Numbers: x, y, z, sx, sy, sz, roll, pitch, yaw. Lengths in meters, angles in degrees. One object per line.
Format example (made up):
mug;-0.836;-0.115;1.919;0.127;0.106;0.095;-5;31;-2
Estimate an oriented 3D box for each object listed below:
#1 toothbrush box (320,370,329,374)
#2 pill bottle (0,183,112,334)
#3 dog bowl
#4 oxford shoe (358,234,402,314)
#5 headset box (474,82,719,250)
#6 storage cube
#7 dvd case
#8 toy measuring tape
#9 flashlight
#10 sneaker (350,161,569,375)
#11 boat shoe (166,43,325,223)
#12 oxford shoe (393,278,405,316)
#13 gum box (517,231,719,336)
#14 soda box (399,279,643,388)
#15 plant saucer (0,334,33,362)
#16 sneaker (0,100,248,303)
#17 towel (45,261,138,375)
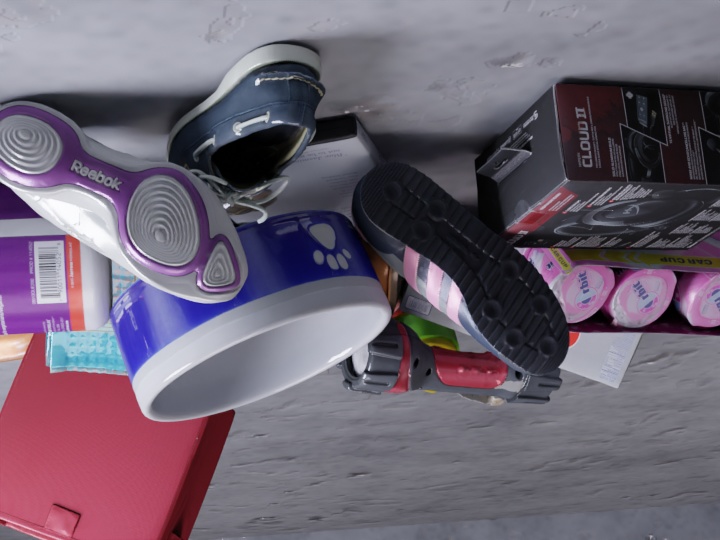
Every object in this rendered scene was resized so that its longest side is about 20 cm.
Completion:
toothbrush box;-0.108;0.039;1.406;0.145;0.086;0.200;-5;164;1
pill bottle;-0.284;-0.008;1.151;0.199;0.113;0.113;-2;163;-8
dog bowl;-0.081;0.036;1.163;0.199;0.079;0.200;-21;164;-6
oxford shoe;0.000;0.000;1.321;0.071;0.072;0.200;13;168;-7
headset box;0.186;-0.072;1.146;0.199;0.078;0.149;1;162;-18
storage cube;-0.229;0.165;1.409;0.199;0.181;0.171;20;166;5
dvd case;-0.047;-0.065;1.199;0.142;0.018;0.200;-10;163;12
toy measuring tape;0.079;0.077;1.406;0.199;0.074;0.073;22;150;-40
flashlight;0.080;0.076;1.320;0.199;0.068;0.068;6;-172;-27
sneaker;0.073;0.000;1.165;0.070;0.200;0.082;-44;-177;-15
boat shoe;-0.079;-0.078;1.047;0.075;0.062;0.200;12;152;-28
oxford shoe;0.043;0.025;1.446;0.070;0.075;0.200;10;137;-32
gum box;0.213;-0.006;1.282;0.199;0.114;0.066;3;122;-26
soda box;0.136;0.029;1.320;0.199;0.064;0.068;20;-161;-1
plant saucer;-0.366;0.046;1.436;0.199;0.038;0.200;-5;164;-1
sneaker;-0.159;-0.045;1.050;0.199;0.075;0.100;34;171;5
towel;-0.158;0.026;1.274;0.199;0.022;0.147;4;120;-4
